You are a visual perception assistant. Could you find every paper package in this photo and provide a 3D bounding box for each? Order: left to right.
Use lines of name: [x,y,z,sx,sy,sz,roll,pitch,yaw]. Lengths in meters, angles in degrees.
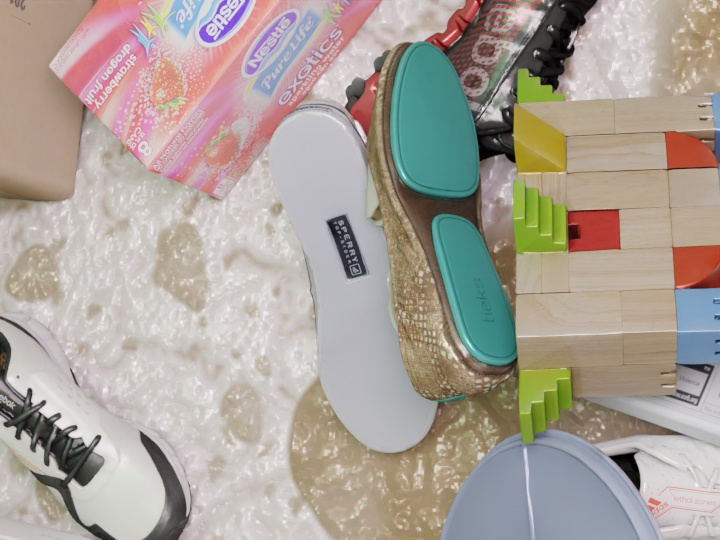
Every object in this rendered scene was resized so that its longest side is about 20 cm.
paper package: [-0.253,-0.149,1.147,0.102,0.200,0.193,0,82,25]

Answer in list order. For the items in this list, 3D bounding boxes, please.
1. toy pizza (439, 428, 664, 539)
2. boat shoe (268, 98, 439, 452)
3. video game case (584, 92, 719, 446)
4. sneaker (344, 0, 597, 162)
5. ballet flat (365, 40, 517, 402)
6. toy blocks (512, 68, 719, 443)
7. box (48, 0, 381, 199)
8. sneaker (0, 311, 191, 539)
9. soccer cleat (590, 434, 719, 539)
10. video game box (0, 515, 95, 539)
toy pizza: [0.098,0.178,0.926,0.200,0.031,0.203,-1,89,59]
boat shoe: [0.000,0.000,1.069,0.070,0.070,0.202,-16,103,14]
video game case: [0.232,0.012,0.960,0.198,0.024,0.183,18,69,26]
sneaker: [0.085,-0.117,1.055,0.200,0.071,0.098,-43,66,15]
ballet flat: [0.030,-0.023,0.986,0.065,0.070,0.202,-39,48,43]
toy blocks: [0.145,-0.014,0.944,0.135,0.100,0.201,-2,50,8]
box: [-0.071,-0.154,1.120,0.103,0.095,0.200,45,101,23]
sneaker: [-0.183,0.097,1.140,0.200,0.080,0.074,39,96,23]
soccer cleat: [0.175,0.114,0.966,0.198,0.085,0.069,0,81,25]
video game box: [-0.164,0.249,1.109,0.198,0.047,0.184,9,93,26]
